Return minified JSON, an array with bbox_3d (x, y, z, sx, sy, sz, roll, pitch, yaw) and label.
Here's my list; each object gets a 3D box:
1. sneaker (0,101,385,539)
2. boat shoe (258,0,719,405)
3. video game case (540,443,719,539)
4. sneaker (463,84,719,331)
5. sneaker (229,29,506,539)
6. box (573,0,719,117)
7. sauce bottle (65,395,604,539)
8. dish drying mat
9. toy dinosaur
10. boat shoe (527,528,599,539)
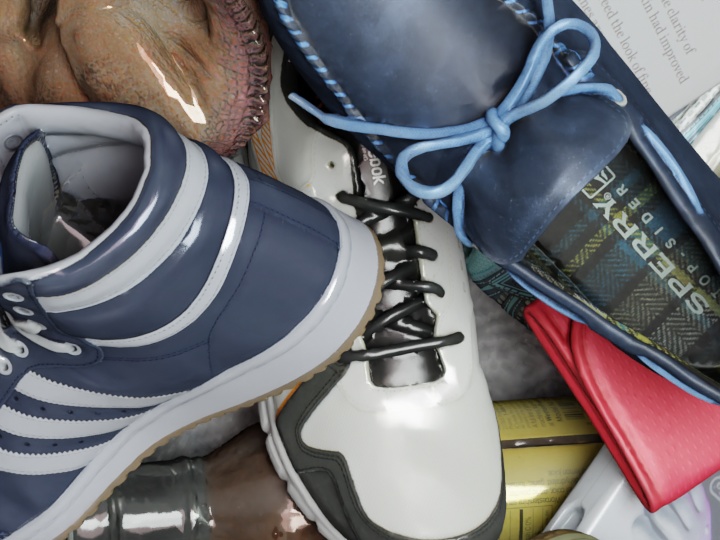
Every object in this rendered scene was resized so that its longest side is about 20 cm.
[{"bbox_3d":[-0.101,0.020,0.712,0.199,0.070,0.108,-31,139,26],"label":"sneaker"},{"bbox_3d":[0.057,-0.036,0.671,0.199,0.069,0.084,34,105,-17],"label":"boat shoe"},{"bbox_3d":[0.108,0.164,0.797,0.200,0.023,0.182,41,82,-33],"label":"video game case"},{"bbox_3d":[0.103,-0.065,0.809,0.086,0.078,0.201,28,81,-1],"label":"sneaker"},{"bbox_3d":[0.000,0.000,0.749,0.073,0.080,0.201,-11,69,-17],"label":"sneaker"},{"bbox_3d":[0.093,-0.153,0.742,0.199,0.106,0.153,-33,127,-1],"label":"box"},{"bbox_3d":[0.000,0.077,0.791,0.199,0.065,0.065,-1,90,-11],"label":"sauce bottle"},{"bbox_3d":[0.152,-0.006,0.763,0.199,0.018,0.077,-30,83,-19],"label":"dish drying mat"},{"bbox_3d":[-0.070,-0.056,0.731,0.085,0.200,0.137,-10,90,-36],"label":"toy dinosaur"},{"bbox_3d":[0.105,0.171,0.728,0.073,0.063,0.201,-39,106,-18],"label":"boat shoe"}]
